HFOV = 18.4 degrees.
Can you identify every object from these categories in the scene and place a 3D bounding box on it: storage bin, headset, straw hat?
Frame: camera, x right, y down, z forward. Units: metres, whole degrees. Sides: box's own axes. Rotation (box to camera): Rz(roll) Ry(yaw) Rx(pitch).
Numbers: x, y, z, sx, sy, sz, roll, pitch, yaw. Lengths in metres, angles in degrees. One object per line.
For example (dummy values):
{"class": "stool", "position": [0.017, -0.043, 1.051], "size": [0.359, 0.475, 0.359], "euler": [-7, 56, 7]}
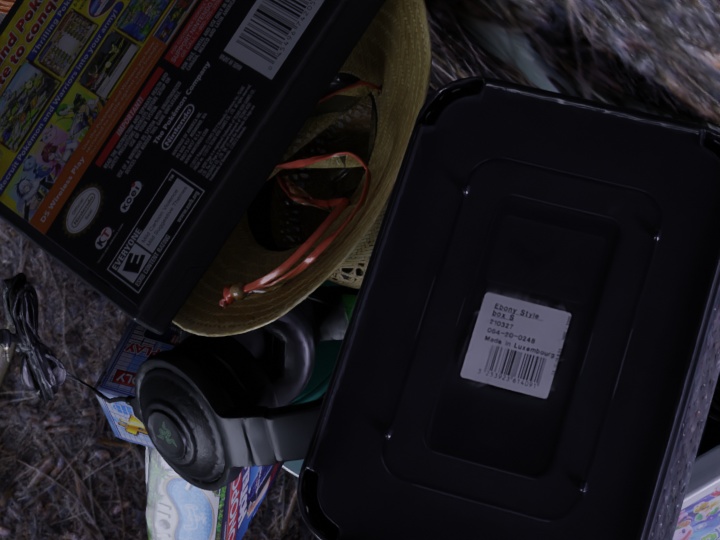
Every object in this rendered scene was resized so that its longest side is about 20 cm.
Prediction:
{"class": "storage bin", "position": [0.069, 0.039, 0.891], "size": [0.135, 0.201, 0.094], "euler": [14, 163, 15]}
{"class": "headset", "position": [-0.065, 0.036, 1.006], "size": [0.199, 0.124, 0.094], "euler": [-5, 114, 20]}
{"class": "straw hat", "position": [-0.010, -0.039, 1.002], "size": [0.085, 0.202, 0.201], "euler": [31, 178, -34]}

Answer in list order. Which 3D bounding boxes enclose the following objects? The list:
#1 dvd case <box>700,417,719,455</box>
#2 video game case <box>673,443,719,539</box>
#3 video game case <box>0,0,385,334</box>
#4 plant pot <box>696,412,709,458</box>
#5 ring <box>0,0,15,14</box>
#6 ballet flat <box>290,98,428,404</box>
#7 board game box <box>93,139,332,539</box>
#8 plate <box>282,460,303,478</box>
{"class": "dvd case", "position": [0.155, 0.107, 1.211], "size": [0.200, 0.148, 0.016], "euler": [28, 119, 57]}
{"class": "video game case", "position": [0.193, 0.133, 1.097], "size": [0.018, 0.143, 0.200], "euler": [62, -176, 33]}
{"class": "video game case", "position": [-0.093, -0.096, 1.006], "size": [0.181, 0.200, 0.025], "euler": [34, 180, 39]}
{"class": "plant pot", "position": [0.095, 0.058, 1.085], "size": [0.134, 0.201, 0.200], "euler": [12, 172, -3]}
{"class": "ring", "position": [-0.181, -0.197, 1.147], "size": [0.199, 0.019, 0.201], "euler": [7, 150, 4]}
{"class": "ballet flat", "position": [0.000, 0.000, 1.124], "size": [0.073, 0.201, 0.073], "euler": [15, 156, 7]}
{"class": "board game box", "position": [-0.078, 0.056, 1.166], "size": [0.061, 0.200, 0.201], "euler": [16, 124, 11]}
{"class": "plate", "position": [-0.016, 0.038, 1.267], "size": [0.200, 0.026, 0.201], "euler": [18, 125, 28]}
